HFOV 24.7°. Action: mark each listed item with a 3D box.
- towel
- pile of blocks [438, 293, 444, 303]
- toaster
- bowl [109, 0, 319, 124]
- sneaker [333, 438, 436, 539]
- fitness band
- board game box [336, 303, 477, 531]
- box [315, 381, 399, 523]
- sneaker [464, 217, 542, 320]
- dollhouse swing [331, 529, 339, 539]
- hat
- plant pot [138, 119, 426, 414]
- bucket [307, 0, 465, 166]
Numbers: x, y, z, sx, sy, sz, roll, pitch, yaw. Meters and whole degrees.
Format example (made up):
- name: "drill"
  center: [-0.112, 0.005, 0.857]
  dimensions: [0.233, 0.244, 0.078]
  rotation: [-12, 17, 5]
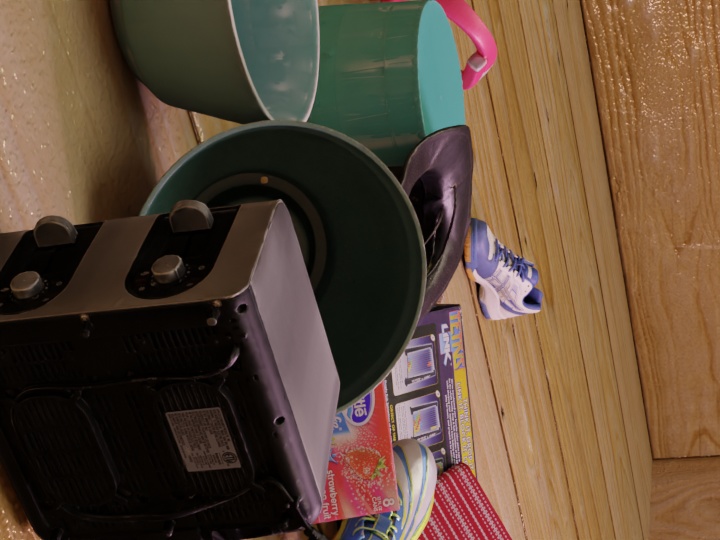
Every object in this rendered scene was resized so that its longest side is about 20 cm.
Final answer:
- name: "towel"
  center: [0.083, 0.267, 1.489]
  dimensions: [0.146, 0.022, 0.199]
  rotation: [60, 32, 4]
- name: "pile of blocks"
  center: [0.045, -0.008, 1.676]
  dimensions: [0.062, 0.081, 0.202]
  rotation: [-69, 150, -56]
- name: "toaster"
  center: [-0.110, 0.064, 0.917]
  dimensions: [0.119, 0.179, 0.202]
  rotation: [-76, 155, -52]
- name: "bowl"
  center: [-0.106, -0.191, 1.145]
  dimensions: [0.201, 0.104, 0.204]
  rotation: [-4, 90, -75]
- name: "sneaker"
  center: [0.016, 0.226, 1.351]
  dimensions: [0.201, 0.075, 0.105]
  rotation: [-60, -170, -19]
- name: "fitness band"
  center: [0.083, -0.263, 1.784]
  dimensions: [0.144, 0.037, 0.200]
  rotation: [44, -7, 2]
- name: "board game box"
  center: [0.038, 0.141, 1.557]
  dimensions: [0.165, 0.056, 0.203]
  rotation: [-9, 95, -52]
- name: "box"
  center: [-0.031, 0.090, 1.300]
  dimensions: [0.096, 0.098, 0.203]
  rotation: [-117, -161, -79]
- name: "sneaker"
  center: [0.192, -0.008, 2.194]
  dimensions: [0.201, 0.087, 0.076]
  rotation: [61, 31, -53]
- name: "dollhouse swing"
  center: [0.045, 0.351, 1.444]
  dimensions: [0.177, 0.180, 0.200]
  rotation: [-66, 154, -18]
- name: "hat"
  center: [0.028, -0.043, 1.394]
  dimensions: [0.201, 0.080, 0.202]
  rotation: [-49, 151, -38]
- name: "plant pot"
  center: [-0.066, -0.005, 1.129]
  dimensions: [0.134, 0.198, 0.203]
  rotation: [-148, -130, -76]
- name: "bucket"
  center: [0.013, -0.150, 1.504]
  dimensions: [0.207, 0.133, 0.210]
  rotation: [-4, 90, -73]
